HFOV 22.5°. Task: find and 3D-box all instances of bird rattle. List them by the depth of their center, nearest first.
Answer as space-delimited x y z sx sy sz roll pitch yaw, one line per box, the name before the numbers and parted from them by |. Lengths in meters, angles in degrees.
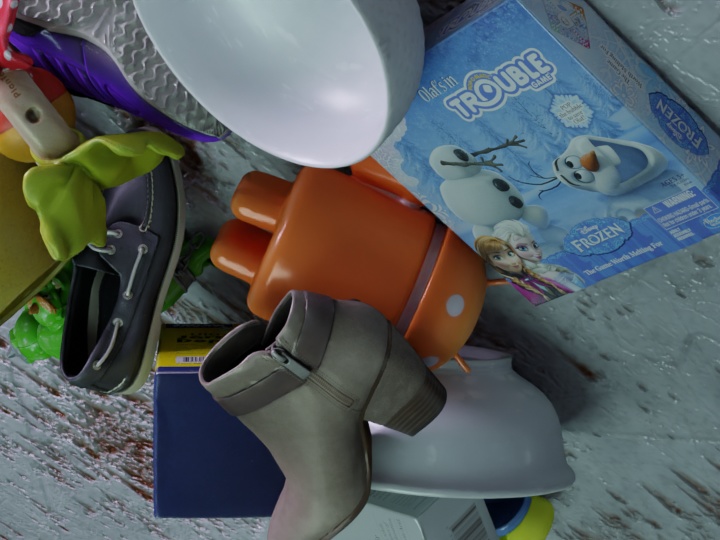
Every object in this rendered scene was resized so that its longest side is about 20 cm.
bird rattle | -0.227 -0.103 1.195 0.200 0.113 0.163 44 171 -14

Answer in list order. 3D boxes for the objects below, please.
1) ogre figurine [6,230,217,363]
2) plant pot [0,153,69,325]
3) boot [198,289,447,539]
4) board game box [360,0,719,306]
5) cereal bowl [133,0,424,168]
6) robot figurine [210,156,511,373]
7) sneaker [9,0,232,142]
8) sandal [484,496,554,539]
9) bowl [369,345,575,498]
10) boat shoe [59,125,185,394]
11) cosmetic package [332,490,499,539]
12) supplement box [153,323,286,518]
ogre figurine | -0.205 0.023 1.439 0.200 0.120 0.098 11 143 27
plant pot | -0.296 -0.031 1.338 0.142 0.200 0.200 47 146 -1
boot | -0.045 0.098 1.197 0.146 0.070 0.200 30 112 -29
board game box | 0.110 -0.077 1.125 0.199 0.043 0.200 42 146 -15
cereal bowl | -0.040 -0.162 1.077 0.200 0.083 0.200 30 146 23
robot figurine | 0.001 -0.001 1.240 0.200 0.144 0.117 24 159 -4
sneaker | -0.170 -0.145 1.242 0.200 0.070 0.100 34 154 2
sandal | 0.065 0.198 1.510 0.200 0.080 0.087 -21 118 41
bowl | 0.060 0.103 1.326 0.201 0.201 0.090 6 96 32
boat shoe | -0.178 -0.008 1.321 0.073 0.200 0.063 11 -176 40
cosmetic package | 0.012 0.194 1.441 0.200 0.074 0.102 6 127 46
supplement box | -0.099 0.108 1.364 0.109 0.109 0.200 0 -171 -5
